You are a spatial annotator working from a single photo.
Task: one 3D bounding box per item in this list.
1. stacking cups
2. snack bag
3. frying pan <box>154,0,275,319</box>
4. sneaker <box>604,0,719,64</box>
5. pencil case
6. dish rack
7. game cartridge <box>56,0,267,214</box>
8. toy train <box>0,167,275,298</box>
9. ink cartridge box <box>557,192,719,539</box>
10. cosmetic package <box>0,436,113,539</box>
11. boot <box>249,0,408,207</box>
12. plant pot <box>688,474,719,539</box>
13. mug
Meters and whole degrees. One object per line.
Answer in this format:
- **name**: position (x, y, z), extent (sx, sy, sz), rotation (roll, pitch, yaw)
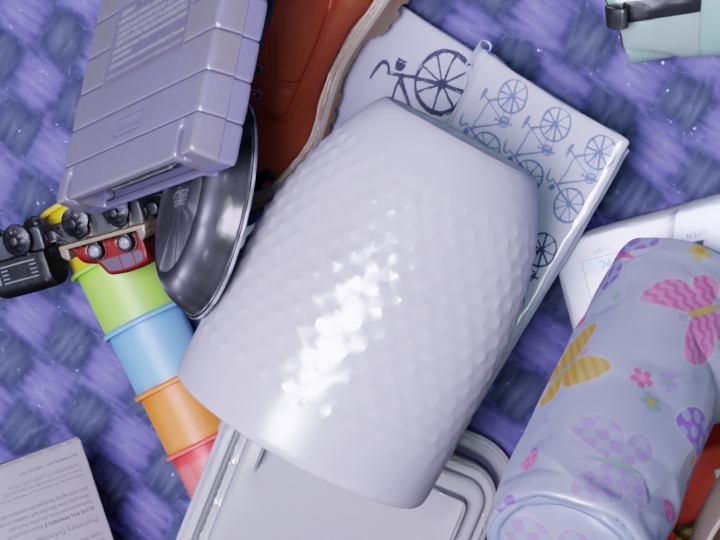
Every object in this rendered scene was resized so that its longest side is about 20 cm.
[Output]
- **stacking cups**: position (-0.121, 0.048, 1.289), extent (0.060, 0.060, 0.201), rotation (-23, 89, 19)
- **snack bag**: position (0.028, -0.040, 1.227), extent (0.200, 0.021, 0.189), rotation (37, 104, 27)
- **frying pan**: position (-0.068, -0.067, 1.126), extent (0.031, 0.115, 0.191), rotation (12, 107, -20)
- **sneaker**: position (0.158, -0.207, 1.162), extent (0.117, 0.074, 0.202), rotation (-12, 93, 12)
- **pencil case**: position (0.134, 0.074, 1.086), extent (0.091, 0.200, 0.083), rotation (39, 139, -12)
- **dish rack**: position (-0.019, 0.167, 1.248), extent (0.171, 0.044, 0.201), rotation (22, 102, -2)
- **game cartridge**: position (-0.098, -0.103, 1.136), extent (0.038, 0.200, 0.131), rotation (20, 76, -23)
- **toy train**: position (-0.134, -0.020, 1.234), extent (0.199, 0.034, 0.046), rotation (-15, 97, 24)
- **ink cartridge box**: position (0.205, 0.059, 1.185), extent (0.159, 0.047, 0.201), rotation (-16, 88, 19)
- **cosmetic package**: position (-0.187, 0.210, 1.287), extent (0.107, 0.084, 0.201), rotation (-19, 89, 53)
- **boot**: position (-0.055, -0.121, 1.219), extent (0.075, 0.107, 0.201), rotation (38, 104, 37)
- **plant pot**: position (0.250, 0.146, 1.108), extent (0.199, 0.135, 0.202), rotation (0, 107, 0)
- **mug**: position (0.000, 0.000, 1.158), extent (0.147, 0.200, 0.176), rotation (25, 98, -30)
